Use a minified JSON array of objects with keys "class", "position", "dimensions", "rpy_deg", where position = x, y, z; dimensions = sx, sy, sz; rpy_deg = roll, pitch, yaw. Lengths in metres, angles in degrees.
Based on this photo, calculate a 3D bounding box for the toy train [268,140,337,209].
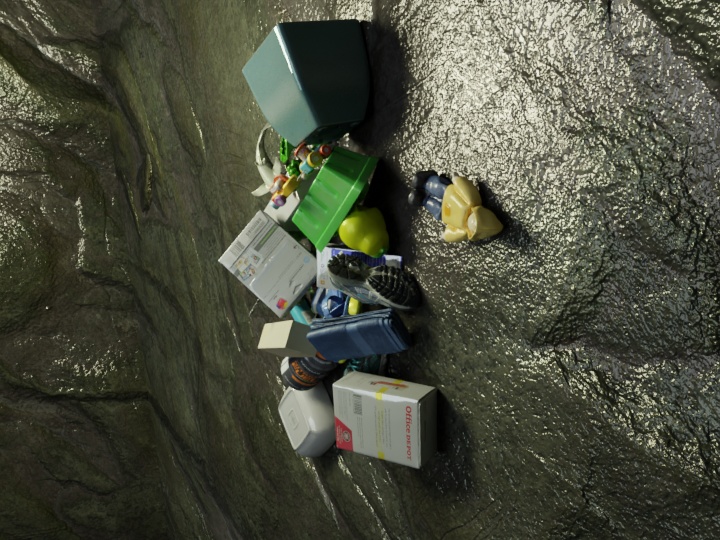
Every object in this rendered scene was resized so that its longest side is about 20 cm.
[{"class":"toy train","position":[-0.136,-0.204,1.396],"dimensions":[0.200,0.056,0.150],"rpy_deg":[-45,12,18]}]

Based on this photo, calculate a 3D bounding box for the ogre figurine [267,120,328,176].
[{"class":"ogre figurine","position":[-0.129,-0.310,1.505],"dimensions":[0.201,0.119,0.098],"rpy_deg":[66,148,23]}]

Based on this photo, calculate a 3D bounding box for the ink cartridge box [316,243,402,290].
[{"class":"ink cartridge box","position":[0.000,0.000,1.419],"dimensions":[0.199,0.037,0.095],"rpy_deg":[9,108,26]}]

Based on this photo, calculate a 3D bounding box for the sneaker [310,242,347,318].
[{"class":"sneaker","position":[-0.044,0.029,1.510],"dimensions":[0.082,0.074,0.201],"rpy_deg":[36,124,30]}]

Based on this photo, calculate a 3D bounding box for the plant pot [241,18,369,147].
[{"class":"plant pot","position":[-0.093,-0.369,1.378],"dimensions":[0.196,0.196,0.201],"rpy_deg":[-25,83,56]}]

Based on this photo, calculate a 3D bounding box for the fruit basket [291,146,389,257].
[{"class":"fruit basket","position":[-0.015,-0.120,1.377],"dimensions":[0.215,0.156,0.216],"rpy_deg":[9,127,12]}]

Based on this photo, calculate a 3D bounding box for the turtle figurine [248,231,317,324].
[{"class":"turtle figurine","position":[-0.141,0.019,1.591],"dimensions":[0.143,0.200,0.195],"rpy_deg":[19,113,19]}]

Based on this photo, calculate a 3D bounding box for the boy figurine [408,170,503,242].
[{"class":"boy figurine","position":[0.163,-0.100,1.160],"dimensions":[0.200,0.064,0.125],"rpy_deg":[45,131,47]}]

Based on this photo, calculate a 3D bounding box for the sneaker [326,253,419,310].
[{"class":"sneaker","position":[0.027,0.033,1.362],"dimensions":[0.199,0.078,0.086],"rpy_deg":[24,148,16]}]

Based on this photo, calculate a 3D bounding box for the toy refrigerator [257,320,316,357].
[{"class":"toy refrigerator","position":[-0.164,0.156,1.550],"dimensions":[0.200,0.076,0.070],"rpy_deg":[-16,56,64]}]

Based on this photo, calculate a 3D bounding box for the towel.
[{"class":"towel","position":[-0.002,0.133,1.386],"dimensions":[0.199,0.049,0.112],"rpy_deg":[-12,132,25]}]

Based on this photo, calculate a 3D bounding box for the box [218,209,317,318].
[{"class":"box","position":[-0.200,-0.015,1.533],"dimensions":[0.200,0.041,0.156],"rpy_deg":[40,94,13]}]

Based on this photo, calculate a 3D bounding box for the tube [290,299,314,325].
[{"class":"tube","position":[-0.165,0.079,1.717],"dimensions":[0.050,0.077,0.200],"rpy_deg":[-40,62,16]}]

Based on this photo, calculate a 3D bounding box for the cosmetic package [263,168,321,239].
[{"class":"cosmetic package","position":[-0.148,-0.151,1.589],"dimensions":[0.200,0.107,0.085],"rpy_deg":[-46,61,53]}]

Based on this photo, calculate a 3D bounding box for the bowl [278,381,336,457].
[{"class":"bowl","position":[-0.145,0.377,1.755],"dimensions":[0.200,0.074,0.201],"rpy_deg":[-56,51,47]}]

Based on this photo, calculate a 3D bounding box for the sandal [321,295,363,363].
[{"class":"sandal","position":[-0.047,0.121,1.475],"dimensions":[0.080,0.087,0.201],"rpy_deg":[-69,-8,-51]}]

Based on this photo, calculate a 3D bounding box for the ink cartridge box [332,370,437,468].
[{"class":"ink cartridge box","position":[0.051,0.297,1.358],"dimensions":[0.199,0.083,0.146],"rpy_deg":[6,105,32]}]

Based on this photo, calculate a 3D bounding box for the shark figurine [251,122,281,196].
[{"class":"shark figurine","position":[-0.222,-0.270,1.706],"dimensions":[0.128,0.089,0.215],"rpy_deg":[-19,90,23]}]

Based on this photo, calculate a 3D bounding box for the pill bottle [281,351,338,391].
[{"class":"pill bottle","position":[-0.112,0.210,1.628],"dimensions":[0.200,0.106,0.107],"rpy_deg":[-48,58,51]}]

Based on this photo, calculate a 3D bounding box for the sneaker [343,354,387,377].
[{"class":"sneaker","position":[0.005,0.209,1.459],"dimensions":[0.077,0.091,0.201],"rpy_deg":[10,106,57]}]
